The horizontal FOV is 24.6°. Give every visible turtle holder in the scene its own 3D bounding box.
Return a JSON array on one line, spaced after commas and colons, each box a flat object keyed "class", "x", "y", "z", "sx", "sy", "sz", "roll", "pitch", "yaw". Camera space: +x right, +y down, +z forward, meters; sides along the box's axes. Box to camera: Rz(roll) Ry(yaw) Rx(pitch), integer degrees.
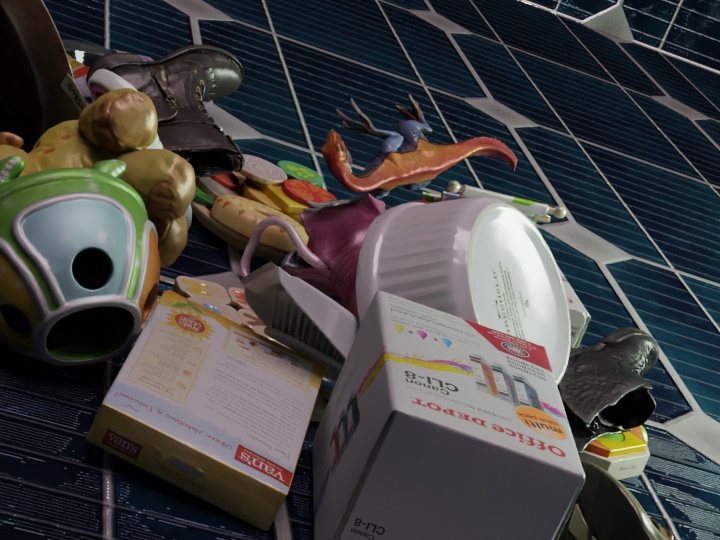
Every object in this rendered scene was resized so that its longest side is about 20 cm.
[{"class": "turtle holder", "x": -0.234, "y": -0.002, "z": 1.218, "sx": 0.185, "sy": 0.141, "sz": 0.132, "roll": 15, "pitch": 36, "yaw": -42}]

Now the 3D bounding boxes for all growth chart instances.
[{"class": "growth chart", "x": 0.115, "y": -0.055, "z": 1.742, "sx": 0.144, "sy": 0.018, "sz": 0.200, "roll": 15, "pitch": -15, "yaw": -12}]

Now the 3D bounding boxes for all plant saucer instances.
[{"class": "plant saucer", "x": -0.334, "y": -0.211, "z": 1.607, "sx": 0.034, "sy": 0.201, "sz": 0.200, "roll": -25, "pitch": 43, "yaw": -23}]

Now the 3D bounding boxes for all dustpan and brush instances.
[{"class": "dustpan and brush", "x": -0.013, "y": 0.074, "z": 1.327, "sx": 0.199, "sy": 0.057, "sz": 0.140, "roll": 31, "pitch": -14, "yaw": -10}]

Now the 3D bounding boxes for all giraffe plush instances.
[{"class": "giraffe plush", "x": -0.258, "y": -0.067, "z": 1.367, "sx": 0.162, "sy": 0.173, "sz": 0.200, "roll": -25, "pitch": 59, "yaw": -37}]

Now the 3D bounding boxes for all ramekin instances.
[{"class": "ramekin", "x": 0.092, "y": 0.033, "z": 1.336, "sx": 0.094, "sy": 0.203, "sz": 0.202, "roll": -16, "pitch": -3, "yaw": 33}]

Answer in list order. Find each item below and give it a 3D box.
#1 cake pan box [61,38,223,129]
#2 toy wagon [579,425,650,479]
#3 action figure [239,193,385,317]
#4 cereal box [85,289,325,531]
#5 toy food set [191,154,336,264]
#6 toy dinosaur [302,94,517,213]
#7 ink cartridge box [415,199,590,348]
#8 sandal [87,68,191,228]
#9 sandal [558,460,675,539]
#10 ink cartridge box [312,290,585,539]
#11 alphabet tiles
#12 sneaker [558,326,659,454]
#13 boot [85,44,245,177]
[{"class": "cake pan box", "x": -0.271, "y": -0.188, "z": 1.777, "sx": 0.184, "sy": 0.052, "sz": 0.200, "roll": 9, "pitch": 24, "yaw": -39}, {"class": "toy wagon", "x": 0.161, "y": 0.122, "z": 1.468, "sx": 0.155, "sy": 0.040, "sz": 0.200, "roll": -1, "pitch": 31, "yaw": -49}, {"class": "action figure", "x": 0.000, "y": 0.000, "z": 1.469, "sx": 0.148, "sy": 0.135, "sz": 0.200, "roll": 11, "pitch": 20, "yaw": -26}, {"class": "cereal box", "x": -0.108, "y": 0.097, "z": 1.211, "sx": 0.143, "sy": 0.040, "sz": 0.200, "roll": 27, "pitch": 24, "yaw": -4}, {"class": "toy food set", "x": -0.089, "y": -0.062, "z": 1.656, "sx": 0.199, "sy": 0.049, "sz": 0.198, "roll": 4, "pitch": 27, "yaw": -41}, {"class": "toy dinosaur", "x": 0.037, "y": -0.115, "z": 1.577, "sx": 0.199, "sy": 0.106, "sz": 0.182, "roll": -5, "pitch": 16, "yaw": 14}, {"class": "ink cartridge box", "x": 0.123, "y": 0.019, "z": 1.624, "sx": 0.146, "sy": 0.083, "sz": 0.200, "roll": 17, "pitch": 20, "yaw": -15}, {"class": "sandal", "x": -0.211, "y": -0.099, "z": 1.489, "sx": 0.082, "sy": 0.203, "sz": 0.050, "roll": 29, "pitch": 63, "yaw": 35}, {"class": "sandal", "x": 0.213, "y": 0.225, "z": 1.233, "sx": 0.201, "sy": 0.080, "sz": 0.057, "roll": 42, "pitch": 9, "yaw": 28}, {"class": "ink cartridge box", "x": 0.055, "y": 0.134, "z": 1.168, "sx": 0.145, "sy": 0.145, "sz": 0.200, "roll": 19, "pitch": 21, "yaw": -10}, {"class": "alphabet tiles", "x": -0.094, "y": 0.062, "z": 1.382, "sx": 0.195, "sy": 0.015, "sz": 0.200, "roll": 14, "pitch": 22, "yaw": -24}, {"class": "sneaker", "x": 0.221, "y": 0.104, "z": 1.440, "sx": 0.199, "sy": 0.060, "sz": 0.104, "roll": -5, "pitch": 32, "yaw": -43}, {"class": "boot", "x": -0.168, "y": -0.152, "z": 1.664, "sx": 0.199, "sy": 0.069, "sz": 0.174, "roll": -10, "pitch": 44, "yaw": -38}]
